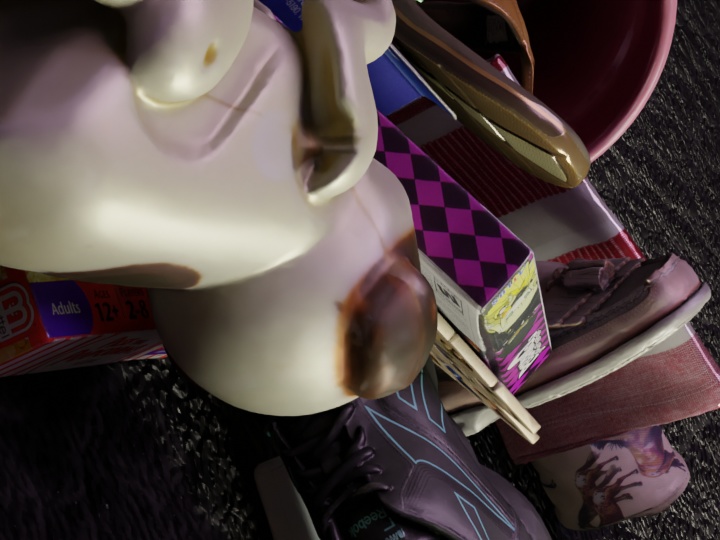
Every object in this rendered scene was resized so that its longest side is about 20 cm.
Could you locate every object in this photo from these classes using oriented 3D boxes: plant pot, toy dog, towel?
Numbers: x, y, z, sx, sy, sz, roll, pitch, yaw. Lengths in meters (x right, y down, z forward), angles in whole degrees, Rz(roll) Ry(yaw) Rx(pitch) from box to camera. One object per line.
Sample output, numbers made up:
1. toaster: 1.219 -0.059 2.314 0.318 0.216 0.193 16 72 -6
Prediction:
1. plant pot: 0.055 -0.158 1.197 0.201 0.199 0.179 58 9 -19
2. toy dog: -0.051 -0.030 0.770 0.200 0.139 0.195 44 46 -39
3. towel: 0.074 0.002 1.105 0.200 0.144 0.023 54 48 -13

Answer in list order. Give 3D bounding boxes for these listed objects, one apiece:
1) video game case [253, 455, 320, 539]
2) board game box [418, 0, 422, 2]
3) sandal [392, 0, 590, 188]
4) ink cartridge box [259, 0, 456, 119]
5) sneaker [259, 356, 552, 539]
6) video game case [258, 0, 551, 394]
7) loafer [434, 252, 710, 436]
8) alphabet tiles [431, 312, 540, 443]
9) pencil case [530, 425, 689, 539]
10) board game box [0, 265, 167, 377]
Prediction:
1. video game case: 0.030 0.176 1.012 0.182 0.023 0.201 7 63 -65
2. board game box: -0.072 -0.163 0.922 0.199 0.024 0.105 15 18 -29
3. sandal: 0.037 -0.115 1.013 0.200 0.054 0.080 48 1 31
4. ink cartridge box: -0.040 -0.128 1.020 0.099 0.039 0.200 45 2 -42
5. sneaker: 0.006 0.073 0.920 0.200 0.075 0.079 48 23 0
6. video game case: -0.005 -0.040 0.944 0.200 0.036 0.181 43 -5 15
7. loafer: 0.077 0.028 1.060 0.072 0.200 0.063 -35 92 -39
8. alphabet tiles: 0.000 0.000 0.990 0.166 0.006 0.200 48 -5 -36
9. pencil case: 0.094 0.043 1.208 0.078 0.089 0.201 -36 105 -22
10. board game box: -0.128 -0.062 0.861 0.151 0.046 0.201 -5 73 -66
